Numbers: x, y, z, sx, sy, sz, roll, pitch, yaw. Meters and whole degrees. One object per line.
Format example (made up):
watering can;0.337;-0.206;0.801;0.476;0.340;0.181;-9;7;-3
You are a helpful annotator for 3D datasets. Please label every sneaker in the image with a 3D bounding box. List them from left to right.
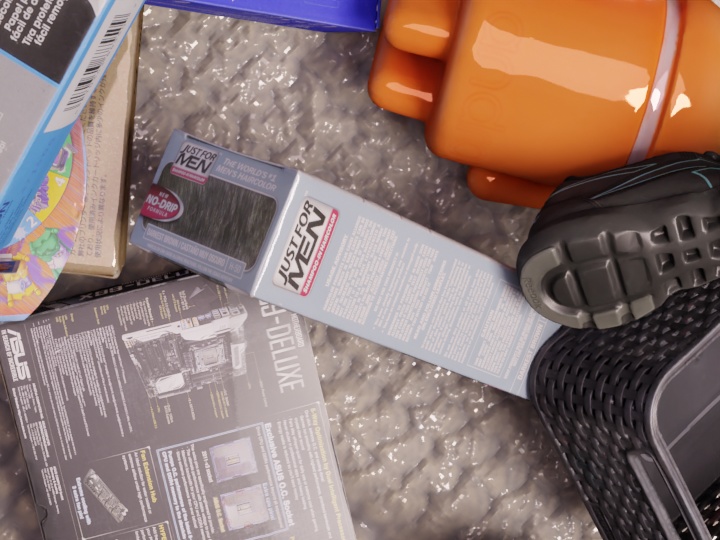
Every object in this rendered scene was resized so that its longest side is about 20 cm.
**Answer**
sneaker;0.170;-0.029;0.748;0.199;0.079;0.076;-6;126;20

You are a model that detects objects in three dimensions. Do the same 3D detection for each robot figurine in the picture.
robot figurine;0.107;-0.099;0.831;0.199;0.117;0.144;14;95;-1

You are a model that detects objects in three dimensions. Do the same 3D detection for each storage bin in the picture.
storage bin;0.200;0.051;0.825;0.200;0.094;0.136;-38;114;-22

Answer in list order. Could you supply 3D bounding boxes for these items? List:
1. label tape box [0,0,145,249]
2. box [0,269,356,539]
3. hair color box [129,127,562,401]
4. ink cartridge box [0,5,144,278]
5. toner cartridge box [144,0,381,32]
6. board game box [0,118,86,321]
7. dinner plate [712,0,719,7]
label tape box;-0.210;-0.114;0.688;0.200;0.066;0.144;32;105;-2
box;-0.092;0.102;0.848;0.157;0.050;0.201;-14;94;-7
hair color box;0.000;0.000;0.784;0.200;0.099;0.061;23;88;-43
ink cartridge box;-0.193;-0.101;0.814;0.164;0.075;0.201;5;92;-6
toner cartridge box;-0.072;-0.173;0.788;0.200;0.043;0.095;2;93;-44
board game box;-0.228;-0.050;0.753;0.199;0.039;0.159;-4;93;-7
dinner plate;0.244;-0.111;0.899;0.199;0.024;0.201;0;91;-7
